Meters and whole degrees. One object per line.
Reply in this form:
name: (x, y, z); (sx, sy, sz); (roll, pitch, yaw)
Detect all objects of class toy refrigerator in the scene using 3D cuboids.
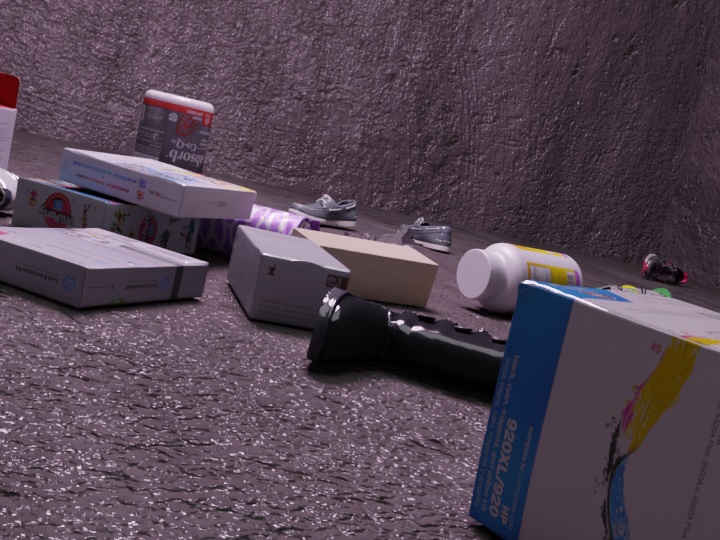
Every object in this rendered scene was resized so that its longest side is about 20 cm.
toy refrigerator: (0.000, 0.000, 1.301); (0.197, 0.071, 0.076); (8, 16, -34)

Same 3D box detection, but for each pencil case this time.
pencil case: (-0.163, -0.059, 1.366); (0.197, 0.085, 0.086); (18, 39, 17)

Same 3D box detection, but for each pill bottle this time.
pill bottle: (-0.310, -0.181, 1.567); (0.114, 0.204, 0.116); (12, 7, -1)
pill bottle: (0.241, 0.016, 1.473); (0.198, 0.106, 0.104); (8, 8, -38)

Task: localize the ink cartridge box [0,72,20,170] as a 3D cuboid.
ink cartridge box: (-0.594, -0.208, 1.351); (0.197, 0.179, 0.084); (13, 7, 7)

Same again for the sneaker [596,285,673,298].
sneaker: (0.478, 0.067, 1.703); (0.084, 0.080, 0.200); (3, 1, -20)

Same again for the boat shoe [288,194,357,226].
boat shoe: (-0.083, -0.142, 2.196); (0.198, 0.063, 0.072); (7, 9, -45)

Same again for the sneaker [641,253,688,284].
sneaker: (0.968, -0.002, 3.079); (0.198, 0.082, 0.074); (8, 10, -38)

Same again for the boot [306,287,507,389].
boot: (0.062, 0.075, 0.879); (0.197, 0.067, 0.165); (19, 10, 10)

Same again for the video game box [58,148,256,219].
video game box: (-0.257, -0.110, 1.254); (0.179, 0.048, 0.200); (15, 7, 19)

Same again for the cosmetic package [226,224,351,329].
cosmetic package: (-0.085, 0.006, 1.074); (0.100, 0.075, 0.200); (11, 9, -15)

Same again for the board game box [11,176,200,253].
board game box: (-0.323, -0.070, 1.250); (0.145, 0.065, 0.199); (16, 8, 23)

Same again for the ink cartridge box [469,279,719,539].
ink cartridge box: (0.185, 0.104, 0.512); (0.145, 0.147, 0.199); (7, 9, -36)

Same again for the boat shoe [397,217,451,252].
boat shoe: (0.158, -0.093, 2.329); (0.072, 0.063, 0.199); (9, 8, -30)

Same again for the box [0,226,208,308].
box: (-0.267, -0.007, 0.954); (0.154, 0.042, 0.199); (16, 7, 22)

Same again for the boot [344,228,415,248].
boot: (0.029, -0.048, 1.744); (0.129, 0.071, 0.200); (8, 3, 0)

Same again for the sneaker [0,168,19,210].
sneaker: (-0.535, -0.126, 1.246); (0.196, 0.074, 0.071); (13, 4, -4)
